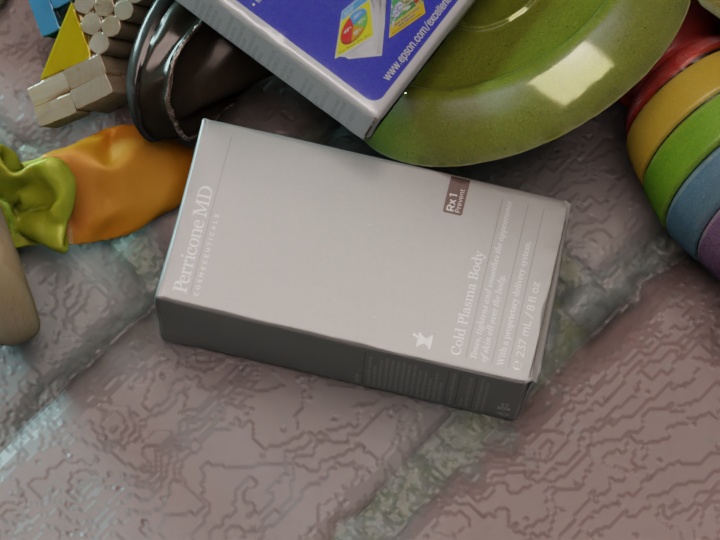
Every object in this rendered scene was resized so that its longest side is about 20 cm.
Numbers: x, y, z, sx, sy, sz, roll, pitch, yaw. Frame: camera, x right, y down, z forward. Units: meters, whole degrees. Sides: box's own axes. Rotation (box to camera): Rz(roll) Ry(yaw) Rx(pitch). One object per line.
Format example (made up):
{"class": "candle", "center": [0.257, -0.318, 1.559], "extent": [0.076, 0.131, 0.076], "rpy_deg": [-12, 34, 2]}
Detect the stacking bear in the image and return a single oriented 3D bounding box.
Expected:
{"class": "stacking bear", "center": [0.191, -0.077, 1.542], "extent": [0.114, 0.121, 0.200], "rpy_deg": [-35, 66, 0]}

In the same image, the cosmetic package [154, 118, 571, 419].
{"class": "cosmetic package", "center": [0.000, 0.000, 1.518], "extent": [0.200, 0.090, 0.107], "rpy_deg": [12, 74, -1]}

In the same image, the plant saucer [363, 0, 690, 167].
{"class": "plant saucer", "center": [0.076, -0.136, 1.535], "extent": [0.200, 0.031, 0.200], "rpy_deg": [-19, 40, 17]}

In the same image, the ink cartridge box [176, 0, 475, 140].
{"class": "ink cartridge box", "center": [-0.019, -0.199, 1.507], "extent": [0.200, 0.047, 0.198], "rpy_deg": [37, 66, 2]}

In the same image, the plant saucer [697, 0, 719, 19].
{"class": "plant saucer", "center": [0.261, -0.128, 1.539], "extent": [0.200, 0.200, 0.048], "rpy_deg": [38, 111, 11]}

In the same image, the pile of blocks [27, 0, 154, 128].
{"class": "pile of blocks", "center": [-0.125, -0.170, 1.569], "extent": [0.082, 0.062, 0.200], "rpy_deg": [30, 98, 14]}

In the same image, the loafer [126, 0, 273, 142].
{"class": "loafer", "center": [-0.044, -0.141, 1.544], "extent": [0.071, 0.073, 0.200], "rpy_deg": [29, 69, 34]}

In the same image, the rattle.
{"class": "rattle", "center": [-0.154, -0.040, 1.466], "extent": [0.143, 0.200, 0.130], "rpy_deg": [-3, 71, -3]}

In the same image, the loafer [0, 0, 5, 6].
{"class": "loafer", "center": [-0.231, -0.236, 1.602], "extent": [0.076, 0.068, 0.200], "rpy_deg": [-14, 72, -6]}
